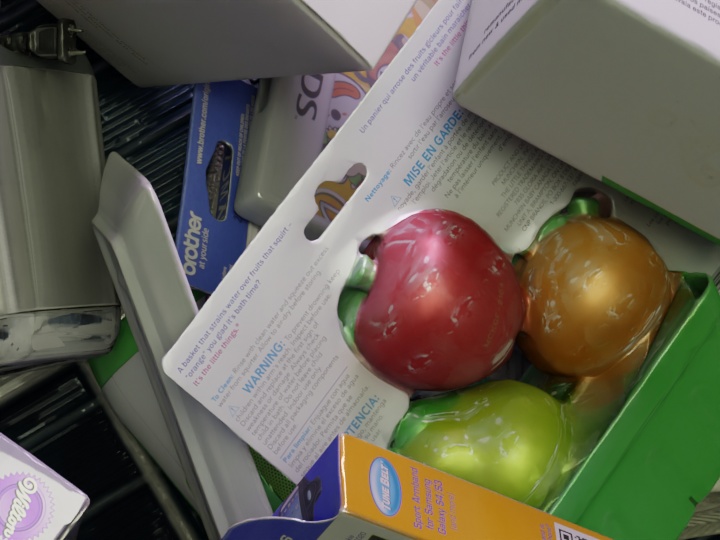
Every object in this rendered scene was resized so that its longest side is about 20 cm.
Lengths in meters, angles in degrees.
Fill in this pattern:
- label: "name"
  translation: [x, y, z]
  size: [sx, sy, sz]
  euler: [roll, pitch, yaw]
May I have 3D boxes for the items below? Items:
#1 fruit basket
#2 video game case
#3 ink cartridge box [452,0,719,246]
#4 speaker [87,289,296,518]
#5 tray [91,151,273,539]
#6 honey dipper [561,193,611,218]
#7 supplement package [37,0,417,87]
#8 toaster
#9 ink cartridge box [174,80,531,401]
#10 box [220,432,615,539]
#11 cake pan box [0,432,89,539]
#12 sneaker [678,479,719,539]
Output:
- label: "fruit basket"
  translation: [0.049, 0.026, 0.792]
  size: [0.200, 0.094, 0.186]
  euler: [40, 77, -13]
- label: "video game case"
  translation: [0.045, -0.065, 0.940]
  size: [0.199, 0.023, 0.184]
  euler: [26, 56, -25]
- label: "ink cartridge box"
  translation: [0.126, -0.127, 0.789]
  size: [0.146, 0.083, 0.201]
  euler: [26, 52, -17]
- label: "speaker"
  translation: [-0.030, 0.092, 0.918]
  size: [0.088, 0.088, 0.200]
  euler: [-39, 88, -16]
- label: "tray"
  translation: [-0.064, 0.056, 0.811]
  size: [0.022, 0.107, 0.202]
  euler: [-22, 104, -11]
- label: "honey dipper"
  translation: [0.095, -0.022, 0.853]
  size: [0.199, 0.038, 0.038]
  euler: [-27, 84, 9]
- label: "supplement package"
  translation: [-0.055, -0.156, 0.828]
  size: [0.120, 0.199, 0.122]
  euler: [41, 73, -26]
- label: "toaster"
  translation: [-0.178, -0.018, 0.868]
  size: [0.198, 0.113, 0.131]
  euler: [-12, 86, 27]
- label: "ink cartridge box"
  translation: [0.000, 0.000, 0.917]
  size: [0.199, 0.042, 0.120]
  euler: [25, 50, -28]
- label: "box"
  translation: [0.029, 0.130, 0.744]
  size: [0.199, 0.119, 0.042]
  euler: [25, 37, -20]
- label: "cake pan box"
  translation: [-0.179, 0.161, 0.822]
  size: [0.052, 0.184, 0.201]
  euler: [36, 75, -2]
- label: "sneaker"
  translation: [0.127, 0.068, 0.890]
  size: [0.198, 0.075, 0.085]
  euler: [-8, 64, 9]
